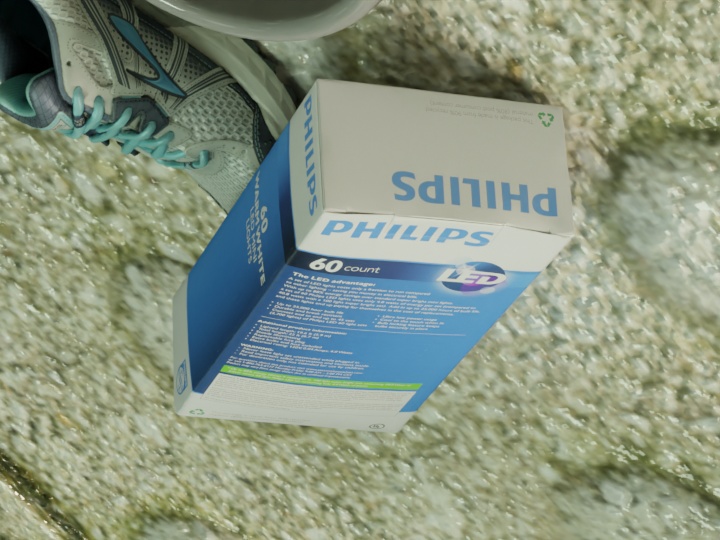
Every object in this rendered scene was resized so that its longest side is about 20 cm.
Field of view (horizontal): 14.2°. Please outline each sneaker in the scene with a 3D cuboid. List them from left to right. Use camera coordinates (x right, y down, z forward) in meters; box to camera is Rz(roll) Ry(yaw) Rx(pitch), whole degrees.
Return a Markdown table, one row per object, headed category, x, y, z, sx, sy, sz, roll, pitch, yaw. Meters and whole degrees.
| category | x | y | z | sx | sy | sz | roll | pitch | yaw |
| --- | --- | --- | --- | --- | --- | --- | --- | --- | --- |
| sneaker | -0.104 | -0.077 | 1.163 | 0.200 | 0.086 | 0.078 | 47 | 146 | -20 |

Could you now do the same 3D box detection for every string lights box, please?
| category | x | y | z | sx | sy | sz | roll | pitch | yaw |
| --- | --- | --- | --- | --- | --- | --- | --- | --- | --- |
| string lights box | 0.000 | 0.000 | 1.158 | 0.102 | 0.059 | 0.200 | 6 | 153 | -19 |

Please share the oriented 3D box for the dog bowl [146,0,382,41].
| category | x | y | z | sx | sy | sz | roll | pitch | yaw |
| --- | --- | --- | --- | --- | --- | --- | --- | --- | --- |
| dog bowl | -0.052 | -0.164 | 1.028 | 0.200 | 0.059 | 0.200 | 23 | 147 | 16 |
